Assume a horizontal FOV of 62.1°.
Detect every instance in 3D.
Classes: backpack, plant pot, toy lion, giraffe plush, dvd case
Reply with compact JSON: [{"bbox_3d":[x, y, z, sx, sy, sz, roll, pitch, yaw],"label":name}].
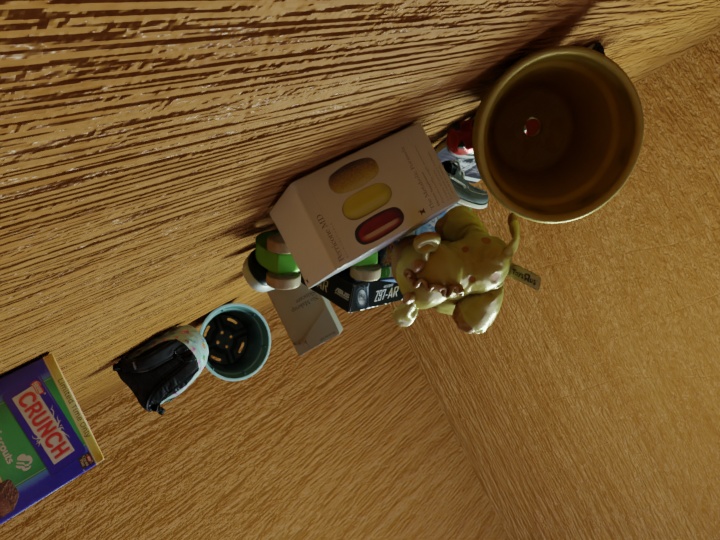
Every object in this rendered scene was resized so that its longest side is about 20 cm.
[{"bbox_3d":[-0.460,0.220,1.424,0.197,0.168,0.127,-33,-163,14],"label":"backpack"},{"bbox_3d":[-0.367,0.198,1.680,0.197,0.204,0.195,-28,-174,-22],"label":"plant pot"},{"bbox_3d":[-0.063,-0.041,0.877,0.195,0.071,0.191,-6,-160,-24],"label":"toy lion"},{"bbox_3d":[0.108,0.004,0.782,0.158,0.178,0.198,-5,-175,-29],"label":"giraffe plush"},{"bbox_3d":[0.208,-0.212,1.056,0.145,0.016,0.199,5,160,-29],"label":"dvd case"},{"bbox_3d":[0.241,-0.182,0.789,0.197,0.204,0.189,-29,-168,13],"label":"plant pot"}]

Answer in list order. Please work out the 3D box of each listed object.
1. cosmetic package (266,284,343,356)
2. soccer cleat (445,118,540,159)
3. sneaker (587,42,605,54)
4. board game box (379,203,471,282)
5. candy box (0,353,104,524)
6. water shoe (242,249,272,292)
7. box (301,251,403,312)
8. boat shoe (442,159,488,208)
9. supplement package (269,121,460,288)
[{"bbox_3d":[-0.125,0.060,1.239,0.102,0.204,0.073,-28,179,3],"label":"cosmetic package"},{"bbox_3d":[0.230,-0.215,0.933,0.194,0.071,0.085,-12,170,10],"label":"soccer cleat"},{"bbox_3d":[0.338,-0.305,0.934,0.078,0.076,0.198,-17,-178,44],"label":"sneaker"},{"bbox_3d":[0.106,-0.044,0.929,0.034,0.140,0.197,-6,170,43],"label":"board game box"},{"bbox_3d":[-0.480,0.240,0.817,0.198,0.172,0.077,-29,-177,-33],"label":"candy box"},{"bbox_3d":[-0.116,-0.036,0.988,0.079,0.072,0.199,-42,178,39],"label":"water shoe"},{"bbox_3d":[0.000,0.000,0.952,0.197,0.045,0.158,-9,-151,-45],"label":"box"},{"bbox_3d":[0.146,-0.148,0.962,0.196,0.063,0.073,11,-164,-38],"label":"boat shoe"},{"bbox_3d":[0.004,-0.080,0.745,0.197,0.116,0.109,-30,180,-26],"label":"supplement package"}]
